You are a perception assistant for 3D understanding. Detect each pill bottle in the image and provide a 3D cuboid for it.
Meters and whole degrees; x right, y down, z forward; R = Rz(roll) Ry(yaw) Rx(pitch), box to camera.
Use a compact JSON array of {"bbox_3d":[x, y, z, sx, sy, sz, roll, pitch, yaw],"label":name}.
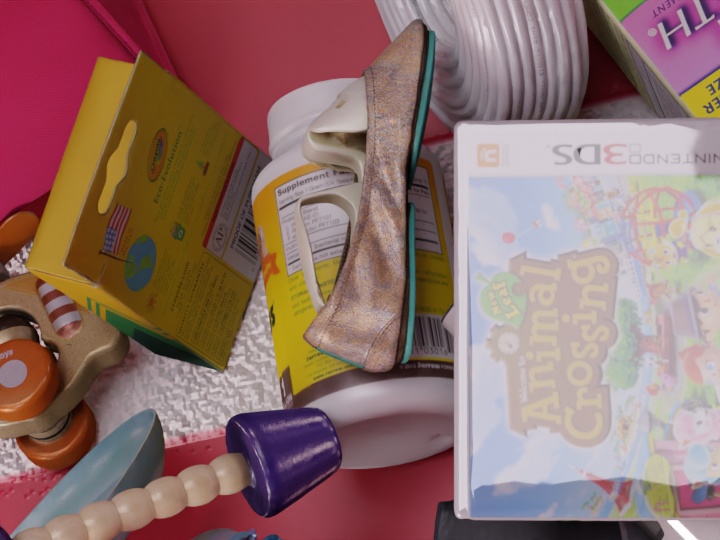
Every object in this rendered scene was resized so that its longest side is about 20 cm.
[{"bbox_3d":[0.000,0.000,1.559,0.109,0.109,0.201,-16,66,16],"label":"pill bottle"}]

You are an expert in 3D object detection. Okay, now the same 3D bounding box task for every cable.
[{"bbox_3d":[0.057,-0.165,1.542,0.069,0.200,0.201,-22,80,-14],"label":"cable"}]

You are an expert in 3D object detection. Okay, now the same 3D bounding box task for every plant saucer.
[{"bbox_3d":[-0.170,0.159,1.550,0.027,0.200,0.200,42,91,-9],"label":"plant saucer"}]

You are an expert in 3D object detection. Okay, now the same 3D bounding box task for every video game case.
[{"bbox_3d":[0.137,0.024,1.413,0.181,0.022,0.201,0,85,6],"label":"video game case"}]

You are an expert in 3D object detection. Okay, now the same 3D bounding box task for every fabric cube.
[{"bbox_3d":[-0.252,-0.155,1.649,0.199,0.196,0.200,-32,50,7],"label":"fabric cube"}]

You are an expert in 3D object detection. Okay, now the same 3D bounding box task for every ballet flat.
[{"bbox_3d":[0.001,-0.046,1.483,0.067,0.068,0.201,7,65,-4],"label":"ballet flat"}]

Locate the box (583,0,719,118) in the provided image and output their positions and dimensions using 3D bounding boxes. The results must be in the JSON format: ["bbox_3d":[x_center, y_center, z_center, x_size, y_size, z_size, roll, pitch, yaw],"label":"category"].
[{"bbox_3d":[0.214,-0.163,1.518,0.176,0.097,0.200,-34,60,0],"label":"box"}]

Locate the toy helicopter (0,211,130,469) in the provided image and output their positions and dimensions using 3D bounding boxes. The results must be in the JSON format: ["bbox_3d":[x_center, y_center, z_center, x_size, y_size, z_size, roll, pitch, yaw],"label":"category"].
[{"bbox_3d":[-0.179,0.008,1.660,0.132,0.079,0.200,28,72,30],"label":"toy helicopter"}]

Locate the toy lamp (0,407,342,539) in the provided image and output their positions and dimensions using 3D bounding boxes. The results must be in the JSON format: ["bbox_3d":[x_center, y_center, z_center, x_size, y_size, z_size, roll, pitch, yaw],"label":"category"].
[{"bbox_3d":[-0.105,0.118,1.444,0.199,0.058,0.058,-18,62,-19],"label":"toy lamp"}]

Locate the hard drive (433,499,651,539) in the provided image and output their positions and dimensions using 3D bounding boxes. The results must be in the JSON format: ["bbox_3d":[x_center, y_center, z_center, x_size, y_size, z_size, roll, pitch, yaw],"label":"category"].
[{"bbox_3d":[0.099,0.207,1.485,0.134,0.042,0.201,-11,69,19],"label":"hard drive"}]

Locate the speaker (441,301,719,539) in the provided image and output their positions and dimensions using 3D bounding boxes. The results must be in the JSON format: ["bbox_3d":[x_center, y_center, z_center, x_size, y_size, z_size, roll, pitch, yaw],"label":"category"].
[{"bbox_3d":[0.138,0.070,1.461,0.081,0.081,0.200,-45,83,3],"label":"speaker"}]

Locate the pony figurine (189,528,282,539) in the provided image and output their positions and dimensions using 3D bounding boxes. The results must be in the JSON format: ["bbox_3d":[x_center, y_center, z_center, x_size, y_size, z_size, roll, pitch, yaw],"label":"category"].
[{"bbox_3d":[-0.076,0.204,1.476,0.193,0.199,0.167,-33,66,43],"label":"pony figurine"}]

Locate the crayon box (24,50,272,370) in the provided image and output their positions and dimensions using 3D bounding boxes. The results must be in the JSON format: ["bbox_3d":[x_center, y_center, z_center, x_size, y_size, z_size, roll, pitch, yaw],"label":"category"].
[{"bbox_3d":[-0.116,-0.034,1.567,0.051,0.200,0.127,13,77,25],"label":"crayon box"}]
